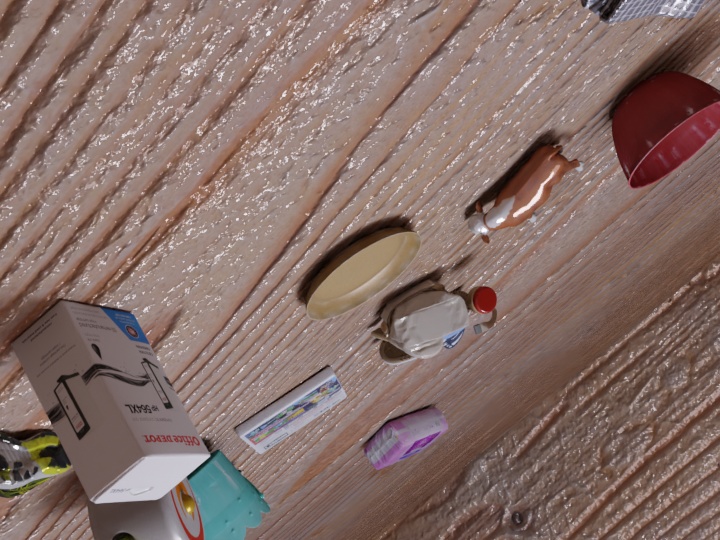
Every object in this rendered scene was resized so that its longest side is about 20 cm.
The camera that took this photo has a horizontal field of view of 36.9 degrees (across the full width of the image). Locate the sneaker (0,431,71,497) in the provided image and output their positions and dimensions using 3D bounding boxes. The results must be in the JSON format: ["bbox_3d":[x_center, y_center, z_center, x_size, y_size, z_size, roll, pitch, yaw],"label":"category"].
[{"bbox_3d":[-0.441,0.252,1.337,0.084,0.075,0.200,-39,160,13],"label":"sneaker"}]

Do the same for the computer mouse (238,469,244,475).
[{"bbox_3d":[-0.274,0.424,2.075,0.140,0.046,0.200,-42,155,6],"label":"computer mouse"}]

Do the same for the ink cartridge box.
[{"bbox_3d":[-0.269,0.144,1.177,0.084,0.201,0.146,-38,161,12],"label":"ink cartridge box"}]

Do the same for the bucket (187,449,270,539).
[{"bbox_3d":[-0.269,0.410,1.822,0.206,0.135,0.207,-36,-179,1],"label":"bucket"}]

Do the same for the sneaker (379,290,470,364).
[{"bbox_3d":[0.120,0.123,1.974,0.199,0.070,0.109,-33,159,-15],"label":"sneaker"}]

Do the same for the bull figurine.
[{"bbox_3d":[0.250,-0.116,1.643,0.200,0.065,0.121,-45,162,32],"label":"bull figurine"}]

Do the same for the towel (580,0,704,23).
[{"bbox_3d":[0.353,-0.363,1.203,0.164,0.086,0.201,-20,156,-35],"label":"towel"}]

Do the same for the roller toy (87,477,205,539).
[{"bbox_3d":[-0.318,0.374,1.640,0.138,0.202,0.183,-21,157,1],"label":"roller toy"}]

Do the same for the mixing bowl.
[{"bbox_3d":[0.460,-0.230,1.654,0.199,0.109,0.201,-31,160,-13],"label":"mixing bowl"}]

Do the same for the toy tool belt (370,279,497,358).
[{"bbox_3d":[0.122,0.075,1.835,0.198,0.126,0.123,-22,-171,-25],"label":"toy tool belt"}]

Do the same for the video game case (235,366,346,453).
[{"bbox_3d":[-0.122,0.256,1.958,0.199,0.023,0.182,-33,161,-5],"label":"video game case"}]

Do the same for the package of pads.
[{"bbox_3d":[0.111,0.401,2.600,0.199,0.076,0.121,-10,151,-50],"label":"package of pads"}]

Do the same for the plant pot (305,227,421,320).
[{"bbox_3d":[0.000,0.000,1.554,0.199,0.028,0.201,-30,159,-13],"label":"plant pot"}]
